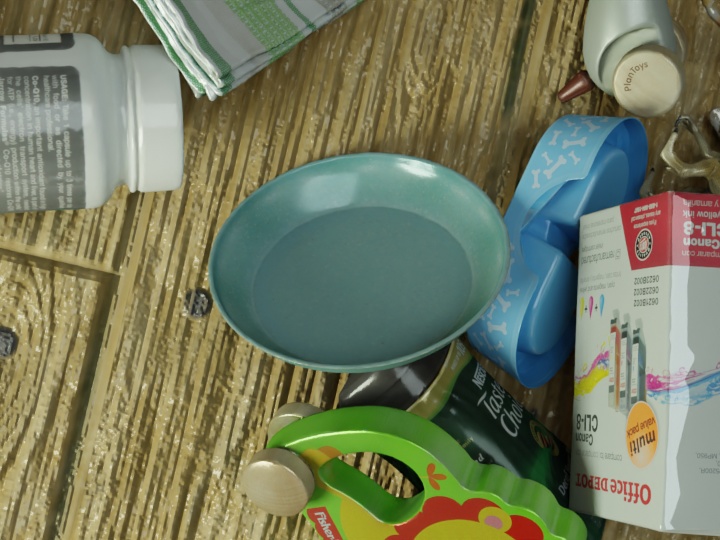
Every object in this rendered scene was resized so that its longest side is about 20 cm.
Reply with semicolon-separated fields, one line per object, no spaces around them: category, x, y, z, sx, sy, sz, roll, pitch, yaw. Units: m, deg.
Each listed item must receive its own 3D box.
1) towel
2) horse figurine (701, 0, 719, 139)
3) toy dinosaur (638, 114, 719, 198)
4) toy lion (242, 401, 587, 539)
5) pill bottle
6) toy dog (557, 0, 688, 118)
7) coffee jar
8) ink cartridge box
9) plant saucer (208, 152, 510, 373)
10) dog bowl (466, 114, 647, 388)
towel;-0.075;-0.215;0.957;0.200;0.031;0.149;-40;100;-41
horse figurine;0.326;-0.185;1.079;0.200;0.050;0.133;-36;108;-16
toy dinosaur;0.251;-0.053;1.013;0.101;0.058;0.200;28;71;7
toy lion;0.047;0.170;0.935;0.191;0.069;0.200;-13;117;29
pill bottle;-0.217;-0.093;0.927;0.199;0.113;0.114;-4;90;-12
toy dog;0.162;-0.196;1.025;0.096;0.132;0.201;-18;86;22
coffee jar;0.075;0.120;0.990;0.200;0.104;0.085;44;115;-9
ink cartridge box;0.224;0.062;0.908;0.144;0.145;0.201;3;85;-14
plant saucer;0.000;0.000;0.963;0.199;0.200;0.036;-19;136;-12
dog bowl;0.135;-0.019;1.011;0.049;0.111;0.201;22;83;29
